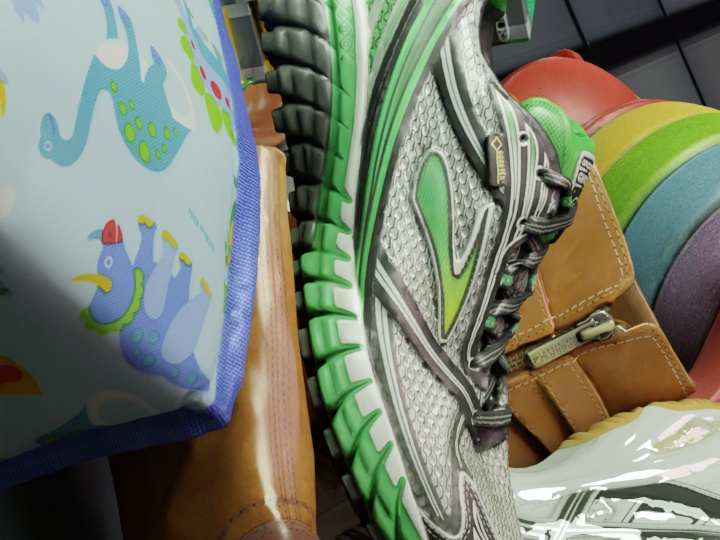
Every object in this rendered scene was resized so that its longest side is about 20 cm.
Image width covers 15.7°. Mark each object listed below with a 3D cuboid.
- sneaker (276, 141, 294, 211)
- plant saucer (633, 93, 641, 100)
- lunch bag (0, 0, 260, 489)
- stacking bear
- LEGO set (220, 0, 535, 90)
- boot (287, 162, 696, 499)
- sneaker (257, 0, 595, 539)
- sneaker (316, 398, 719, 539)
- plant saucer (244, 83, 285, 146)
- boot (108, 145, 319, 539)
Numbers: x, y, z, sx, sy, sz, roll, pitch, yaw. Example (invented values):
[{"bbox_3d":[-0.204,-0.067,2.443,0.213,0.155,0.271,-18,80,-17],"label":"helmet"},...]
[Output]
[{"bbox_3d":[0.007,-0.072,0.991,0.075,0.088,0.200,52,24,-30],"label":"sneaker"},{"bbox_3d":[0.099,0.025,1.072,0.200,0.032,0.201,174,-90,-76],"label":"plant saucer"},{"bbox_3d":[-0.110,-0.070,0.633,0.170,0.127,0.201,48,37,-42],"label":"lunch bag"},{"bbox_3d":[0.106,-0.013,0.920,0.113,0.122,0.200,11,20,-39],"label":"stacking bear"},{"bbox_3d":[-0.010,-0.145,0.824,0.200,0.153,0.116,-63,144,-56],"label":"LEGO set"},{"bbox_3d":[0.000,0.000,0.778,0.200,0.155,0.077,60,7,-18],"label":"boot"},{"bbox_3d":[0.024,-0.005,0.703,0.078,0.085,0.201,40,43,-81],"label":"sneaker"},{"bbox_3d":[0.047,0.101,0.754,0.076,0.199,0.088,93,-27,-48],"label":"sneaker"},{"bbox_3d":[-0.083,-0.128,0.897,0.200,0.037,0.201,52,23,-34],"label":"plant saucer"},{"bbox_3d":[-0.012,0.061,0.627,0.068,0.188,0.201,9,59,-21],"label":"boot"}]
